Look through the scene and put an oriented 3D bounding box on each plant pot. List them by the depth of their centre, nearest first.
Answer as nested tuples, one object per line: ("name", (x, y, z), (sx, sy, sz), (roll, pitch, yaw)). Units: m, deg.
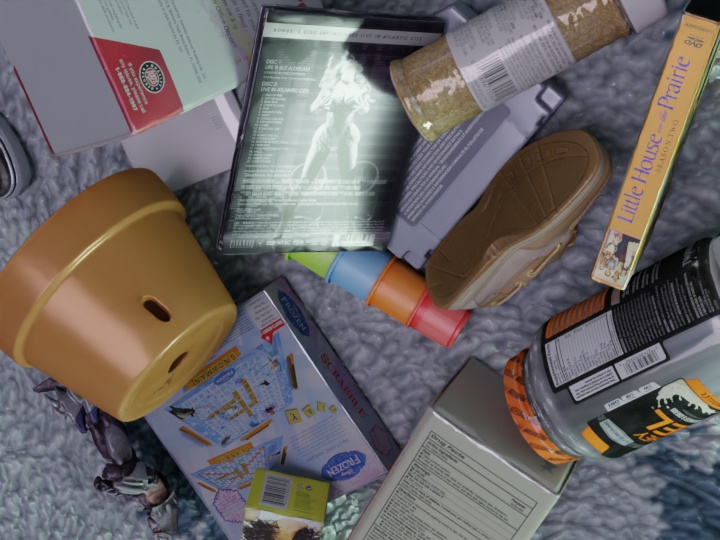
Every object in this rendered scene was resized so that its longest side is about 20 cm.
("plant pot", (-0.200, 0.032, 1.191), (0.140, 0.200, 0.200), (43, 122, 11))

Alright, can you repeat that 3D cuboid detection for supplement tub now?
("supplement tub", (0.216, 0.068, 1.074), (0.200, 0.123, 0.123), (-31, 96, 32))

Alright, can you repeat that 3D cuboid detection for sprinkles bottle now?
("sprinkles bottle", (0.121, -0.169, 1.020), (0.199, 0.068, 0.068), (-27, 99, 13))

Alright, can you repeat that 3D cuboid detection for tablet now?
("tablet", (-0.180, -0.170, 1.217), (0.130, 0.014, 0.201), (-18, 102, 29))

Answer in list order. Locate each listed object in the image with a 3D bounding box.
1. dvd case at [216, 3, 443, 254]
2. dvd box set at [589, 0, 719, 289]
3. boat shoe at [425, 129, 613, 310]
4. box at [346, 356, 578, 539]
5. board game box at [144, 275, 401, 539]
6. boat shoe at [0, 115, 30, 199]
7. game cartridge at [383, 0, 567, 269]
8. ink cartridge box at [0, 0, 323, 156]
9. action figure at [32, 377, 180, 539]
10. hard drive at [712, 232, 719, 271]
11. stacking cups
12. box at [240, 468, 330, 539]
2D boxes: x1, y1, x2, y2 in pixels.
("dvd case", (-0.025, -0.104, 1.074), (0.016, 0.148, 0.201), (51, 135, 49))
("dvd box set", (0.218, -0.102, 0.989), (0.029, 0.146, 0.201), (21, 117, 12))
("boat shoe", (0.133, -0.036, 1.101), (0.200, 0.069, 0.074), (-43, 50, 38))
("box", (0.084, 0.198, 1.195), (0.128, 0.109, 0.200), (34, 120, 8))
("board game box", (-0.094, 0.135, 1.288), (0.200, 0.041, 0.200), (-30, 97, 31))
("boat shoe", (-0.393, -0.138, 1.291), (0.200, 0.071, 0.072), (47, 121, -1))
("game cartridge", (0.056, -0.111, 1.123), (0.133, 0.042, 0.200), (44, 122, 7))
("ink cartridge box", (-0.153, -0.197, 1.065), (0.144, 0.200, 0.146), (-5, 111, 54))
("action figure", (-0.232, 0.178, 1.341), (0.200, 0.069, 0.130), (59, 152, 4))
("hard drive", (0.324, 0.035, 1.008), (0.042, 0.135, 0.200), (-22, 101, 40))
("stacking cups", (0.000, 0.000, 1.186), (0.200, 0.061, 0.061), (34, 121, 4))
("box", (-0.079, 0.270, 1.294), (0.075, 0.050, 0.200), (11, 133, 0))
